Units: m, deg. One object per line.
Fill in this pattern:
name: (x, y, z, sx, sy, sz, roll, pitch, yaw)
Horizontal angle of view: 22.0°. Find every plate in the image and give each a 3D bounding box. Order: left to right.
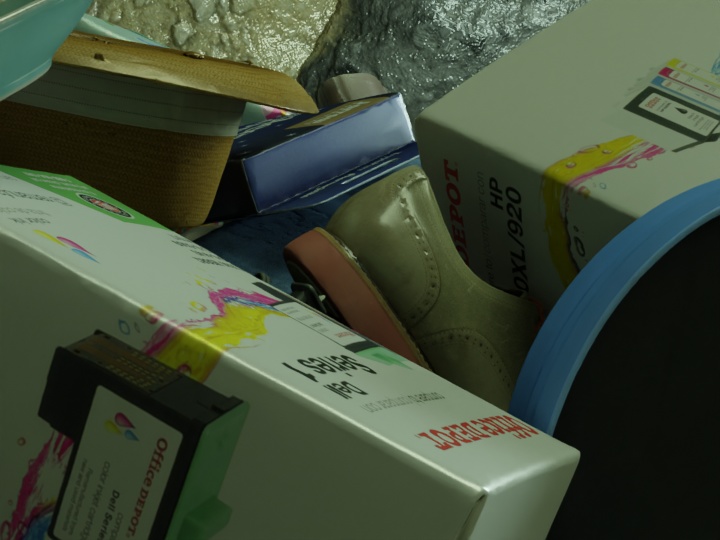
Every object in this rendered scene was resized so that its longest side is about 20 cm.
plate: (-0.162, -0.046, 0.574, 0.026, 0.200, 0.200, 65, -4, -13)

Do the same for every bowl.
bowl: (0.136, 0.061, 0.627, 0.200, 0.201, 0.039, 23, 5, -29)

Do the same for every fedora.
fedora: (-0.119, -0.060, 0.782, 0.200, 0.082, 0.201, 10, 6, -1)

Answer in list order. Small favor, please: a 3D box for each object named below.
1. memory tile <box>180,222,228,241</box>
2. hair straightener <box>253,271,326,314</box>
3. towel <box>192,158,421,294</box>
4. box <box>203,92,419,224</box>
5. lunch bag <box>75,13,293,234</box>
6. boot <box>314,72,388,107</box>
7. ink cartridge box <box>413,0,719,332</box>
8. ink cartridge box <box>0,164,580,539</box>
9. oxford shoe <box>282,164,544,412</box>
memory tile: (-0.017, -0.002, 0.940, 0.153, 0.017, 0.200, 16, 30, 24)
hair straightener: (-0.038, 0.041, 0.701, 0.041, 0.077, 0.200, 49, -3, -12)
towel: (0.000, 0.000, 0.869, 0.111, 0.049, 0.200, 23, 33, 34)
box: (-0.060, -0.049, 0.907, 0.199, 0.033, 0.121, -6, 15, 42)
lunch bag: (-0.116, -0.071, 1.135, 0.170, 0.122, 0.200, 25, -2, 6)
boot: (0.043, -0.026, 1.164, 0.201, 0.064, 0.186, 63, 10, 20)
ink cartridge box: (0.146, -0.007, 0.777, 0.200, 0.144, 0.148, 30, -37, 41)
ink cartridge box: (-0.050, 0.046, 0.526, 0.199, 0.084, 0.145, 28, 6, 15)
oxford shoe: (0.055, 0.048, 0.747, 0.200, 0.075, 0.070, 53, -10, -19)
